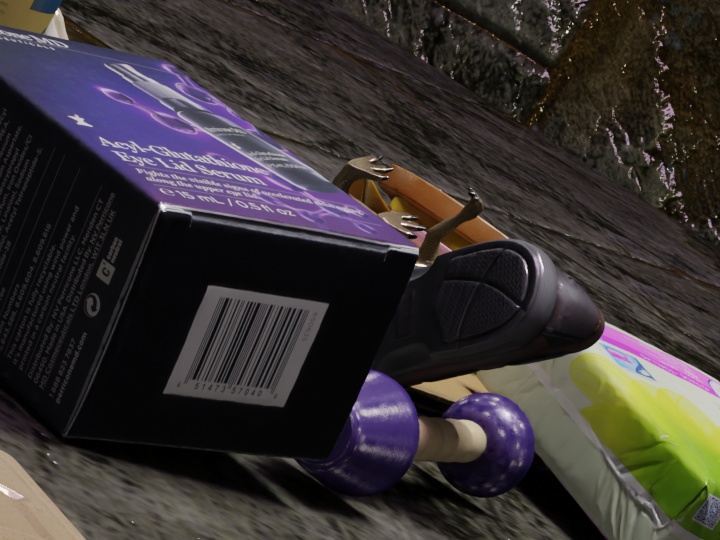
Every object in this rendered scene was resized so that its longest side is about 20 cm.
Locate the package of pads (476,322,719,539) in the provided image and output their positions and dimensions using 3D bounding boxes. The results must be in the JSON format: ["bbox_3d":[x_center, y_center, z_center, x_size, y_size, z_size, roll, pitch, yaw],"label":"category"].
[{"bbox_3d":[0.166,0.106,1.539,0.154,0.068,0.200,27,16,-36],"label":"package of pads"}]

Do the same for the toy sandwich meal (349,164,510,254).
[{"bbox_3d":[0.057,0.005,1.723,0.205,0.070,0.205,37,1,-1],"label":"toy sandwich meal"}]

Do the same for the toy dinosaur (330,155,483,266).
[{"bbox_3d":[0.000,0.000,1.461,0.200,0.101,0.058,12,37,-10],"label":"toy dinosaur"}]

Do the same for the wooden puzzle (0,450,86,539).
[{"bbox_3d":[-0.143,0.078,0.819,0.185,0.046,0.200,23,6,-39],"label":"wooden puzzle"}]

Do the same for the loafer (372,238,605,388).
[{"bbox_3d":[0.026,0.030,1.393,0.200,0.072,0.063,-8,-26,44],"label":"loafer"}]

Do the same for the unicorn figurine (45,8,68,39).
[{"bbox_3d":[-0.174,-0.086,1.491,0.200,0.138,0.074,4,-9,-21],"label":"unicorn figurine"}]

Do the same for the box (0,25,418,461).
[{"bbox_3d":[-0.101,-0.015,1.230,0.148,0.104,0.200,8,21,-45],"label":"box"}]

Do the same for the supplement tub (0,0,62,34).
[{"bbox_3d":[-0.206,-0.137,1.321,0.145,0.200,0.145,29,9,-5],"label":"supplement tub"}]

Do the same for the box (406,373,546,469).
[{"bbox_3d":[-0.006,0.035,1.599,0.163,0.021,0.200,21,12,-46],"label":"box"}]

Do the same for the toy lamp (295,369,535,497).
[{"bbox_3d":[0.021,0.076,1.338,0.058,0.058,0.200,33,6,22],"label":"toy lamp"}]
